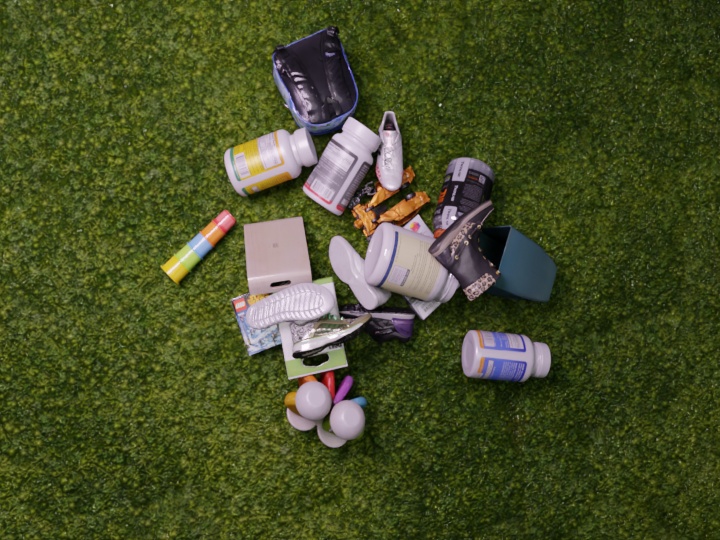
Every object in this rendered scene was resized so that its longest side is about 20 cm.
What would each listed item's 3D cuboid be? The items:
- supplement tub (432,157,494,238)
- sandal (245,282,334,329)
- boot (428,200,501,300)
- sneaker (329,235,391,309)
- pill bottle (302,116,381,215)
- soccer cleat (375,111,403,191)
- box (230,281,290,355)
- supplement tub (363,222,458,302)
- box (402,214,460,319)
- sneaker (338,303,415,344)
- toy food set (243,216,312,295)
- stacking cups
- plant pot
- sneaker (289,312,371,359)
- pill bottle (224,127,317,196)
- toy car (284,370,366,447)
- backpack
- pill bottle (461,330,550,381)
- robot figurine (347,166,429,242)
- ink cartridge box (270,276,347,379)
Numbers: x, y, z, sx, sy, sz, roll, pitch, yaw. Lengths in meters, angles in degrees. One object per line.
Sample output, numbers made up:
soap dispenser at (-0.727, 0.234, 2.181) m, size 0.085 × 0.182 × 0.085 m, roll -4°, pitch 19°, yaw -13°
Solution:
supplement tub at (0.245, -0.155, 1.404) m, size 0.120 × 0.123 × 0.205 m, roll 19°, pitch 76°, yaw -6°
sandal at (-0.152, 0.079, 1.274) m, size 0.197 × 0.050 × 0.085 m, roll -11°, pitch 72°, yaw 4°
boot at (0.255, -0.047, 1.286) m, size 0.199 × 0.073 × 0.152 m, roll -40°, pitch 95°, yaw -28°
sneaker at (0.000, 0.000, 1.409) m, size 0.087 × 0.075 × 0.202 m, roll -20°, pitch 71°, yaw -44°
pill bottle at (-0.040, -0.244, 1.365) m, size 0.112 × 0.114 × 0.203 m, roll 32°, pitch 98°, yaw -4°
soccer cleat at (0.069, -0.284, 1.386) m, size 0.066 × 0.086 × 0.205 m, roll 1°, pitch 62°, yaw -1°
box at (-0.194, 0.100, 1.386) m, size 0.195 × 0.040 × 0.140 m, roll -20°, pitch 91°, yaw -8°
supplement tub at (0.119, -0.013, 1.334) m, size 0.195 × 0.145 × 0.149 m, roll 17°, pitch 85°, yaw -14°
box at (0.145, -0.007, 1.436) m, size 0.155 × 0.041 × 0.201 m, roll -40°, pitch 94°, yaw -8°
sneaker at (0.032, 0.134, 1.400) m, size 0.194 × 0.076 × 0.090 m, roll 6°, pitch 100°, yaw -1°
toy food set at (-0.192, -0.037, 1.342) m, size 0.139 × 0.061 × 0.204 m, roll -8°, pitch 51°, yaw -7°
stacking cups at (-0.377, -0.061, 1.366) m, size 0.060 × 0.060 × 0.201 m, roll 42°, pitch 79°, yaw -4°
plant pot at (0.368, 0.000, 1.408) m, size 0.196 × 0.140 × 0.145 m, roll 23°, pitch 81°, yaw -25°
sneaker at (-0.069, 0.118, 1.278) m, size 0.195 × 0.077 × 0.091 m, roll -19°, pitch 74°, yaw -14°
pill bottle at (-0.203, -0.256, 1.346) m, size 0.195 × 0.113 × 0.116 m, roll -19°, pitch 89°, yaw 7°
toy car at (-0.069, 0.303, 1.339) m, size 0.197 × 0.176 × 0.152 m, roll 29°, pitch 59°, yaw -5°
backpack at (-0.099, -0.428, 1.371) m, size 0.179 × 0.147 × 0.204 m, roll -24°, pitch 87°, yaw -9°
pill bottle at (0.354, 0.210, 1.418) m, size 0.194 × 0.112 × 0.116 m, roll 7°, pitch 86°, yaw -8°
robot figurine at (0.065, -0.158, 1.424) m, size 0.197 × 0.058 × 0.147 m, roll -32°, pitch 91°, yaw -9°
ink cartridge box at (-0.119, 0.129, 1.338) m, size 0.144 × 0.076 × 0.206 m, roll -11°, pitch 91°, yaw -9°
